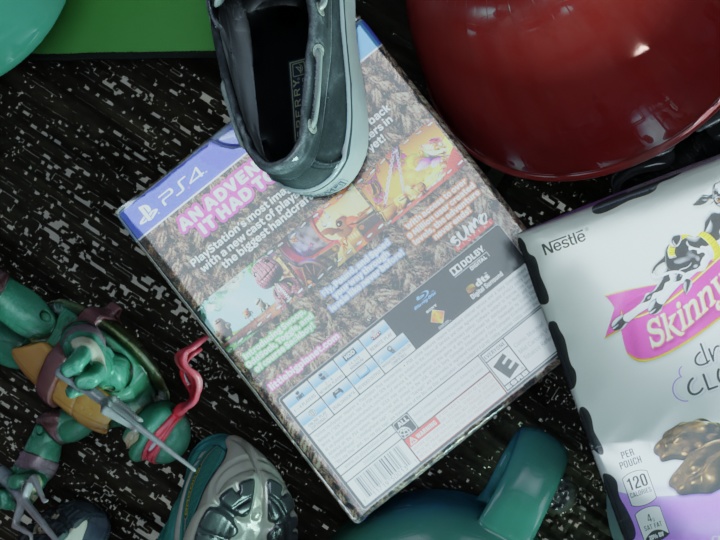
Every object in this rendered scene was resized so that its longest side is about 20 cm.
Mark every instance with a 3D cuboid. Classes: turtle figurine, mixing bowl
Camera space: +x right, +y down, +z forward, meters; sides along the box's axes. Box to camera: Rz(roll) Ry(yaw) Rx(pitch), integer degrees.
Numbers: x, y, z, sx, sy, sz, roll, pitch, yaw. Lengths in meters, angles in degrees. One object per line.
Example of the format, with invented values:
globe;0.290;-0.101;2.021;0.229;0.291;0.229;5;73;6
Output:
turtle figurine;-0.157;0.058;1.112;0.200;0.101;0.150;36;133;14
mixing bowl;0.096;-0.157;1.068;0.199;0.108;0.201;-14;59;26

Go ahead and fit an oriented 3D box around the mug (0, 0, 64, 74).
mug;-0.228;-0.154;1.105;0.152;0.114;0.186;34;99;24

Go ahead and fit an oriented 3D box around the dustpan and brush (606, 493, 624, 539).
dustpan and brush;0.157;0.138;1.103;0.200;0.057;0.140;-39;90;-20

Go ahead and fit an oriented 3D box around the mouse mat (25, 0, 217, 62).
mouse mat;-0.090;-0.187;1.119;0.199;0.008;0.162;3;83;26

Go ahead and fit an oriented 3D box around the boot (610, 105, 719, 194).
boot;0.190;-0.124;1.103;0.200;0.070;0.132;-41;49;10

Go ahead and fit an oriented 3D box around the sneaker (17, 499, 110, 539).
sneaker;-0.172;0.218;1.149;0.086;0.078;0.201;26;93;-16

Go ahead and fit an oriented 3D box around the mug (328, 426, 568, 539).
mug;0.037;0.178;1.112;0.151;0.114;0.186;-4;90;2

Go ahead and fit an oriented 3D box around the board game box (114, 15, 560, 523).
board game box;0.000;0.000;1.122;0.159;0.097;0.200;-38;89;1

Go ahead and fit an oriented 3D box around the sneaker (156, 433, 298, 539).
sneaker;-0.080;0.181;1.139;0.077;0.080;0.201;8;108;-26

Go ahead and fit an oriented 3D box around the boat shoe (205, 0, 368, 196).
boat shoe;-0.045;-0.136;1.046;0.071;0.068;0.201;-12;76;24

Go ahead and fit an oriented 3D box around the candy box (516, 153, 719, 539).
candy box;0.185;0.046;1.019;0.167;0.072;0.201;-21;88;12
